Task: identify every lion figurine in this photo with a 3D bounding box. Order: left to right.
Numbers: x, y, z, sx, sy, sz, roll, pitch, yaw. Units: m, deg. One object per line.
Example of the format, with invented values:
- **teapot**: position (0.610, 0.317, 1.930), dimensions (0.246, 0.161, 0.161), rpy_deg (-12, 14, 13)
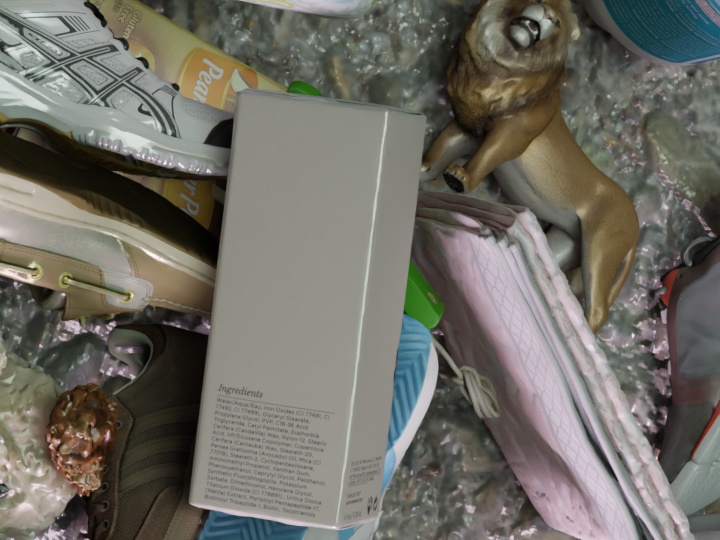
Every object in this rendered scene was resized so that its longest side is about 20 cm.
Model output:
- **lion figurine**: position (0.100, -0.053, 1.574), dimensions (0.122, 0.072, 0.200), rpy_deg (-44, 118, -26)

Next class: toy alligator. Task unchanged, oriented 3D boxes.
- **toy alligator**: position (0.000, 0.000, 1.473), dimensions (0.054, 0.059, 0.200), rpy_deg (-25, 104, 21)

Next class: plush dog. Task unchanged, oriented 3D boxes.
- **plush dog**: position (-0.208, 0.065, 1.394), dimensions (0.172, 0.200, 0.161), rpy_deg (44, 42, -24)

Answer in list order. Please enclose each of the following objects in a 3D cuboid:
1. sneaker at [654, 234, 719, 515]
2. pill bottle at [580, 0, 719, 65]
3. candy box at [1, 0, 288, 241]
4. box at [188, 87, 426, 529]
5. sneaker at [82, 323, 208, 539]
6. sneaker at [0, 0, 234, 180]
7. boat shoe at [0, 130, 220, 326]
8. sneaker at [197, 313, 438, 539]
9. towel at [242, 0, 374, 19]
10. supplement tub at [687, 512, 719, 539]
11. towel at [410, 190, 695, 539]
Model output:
- **sneaker**: position (0.197, 0.036, 1.612), dimensions (0.077, 0.082, 0.200), rpy_deg (16, 99, -62)
- **pill bottle**: position (0.188, -0.167, 1.536), dimensions (0.110, 0.200, 0.111), rpy_deg (1, 87, -24)
- **candy box**: position (-0.084, -0.049, 1.495), dimensions (0.200, 0.055, 0.116), rpy_deg (29, 79, -18)
- **box**: position (-0.025, 0.018, 1.392), dimensions (0.082, 0.068, 0.201), rpy_deg (9, 92, 18)
- **sneaker**: position (-0.113, 0.107, 1.441), dimensions (0.075, 0.071, 0.200), rpy_deg (19, 43, -1)
- **sneaker**: position (-0.135, -0.100, 1.406), dimensions (0.199, 0.076, 0.088), rpy_deg (16, 81, -20)
- **boat shoe**: position (-0.137, -0.012, 1.400), dimensions (0.200, 0.074, 0.066), rpy_deg (25, 106, -38)
- **sneaker**: position (-0.021, 0.105, 1.472), dimensions (0.076, 0.081, 0.200), rpy_deg (37, 107, 21)
- **towel**: position (-0.103, -0.164, 1.417), dimensions (0.171, 0.200, 0.048), rpy_deg (9, 96, -24)
- **supplement tub**: position (0.227, 0.231, 1.566), dimensions (0.144, 0.144, 0.201), rpy_deg (-5, 90, -23)
- **towel**: position (0.087, 0.054, 1.488), dimensions (0.032, 0.191, 0.200), rpy_deg (-29, 101, -12)
